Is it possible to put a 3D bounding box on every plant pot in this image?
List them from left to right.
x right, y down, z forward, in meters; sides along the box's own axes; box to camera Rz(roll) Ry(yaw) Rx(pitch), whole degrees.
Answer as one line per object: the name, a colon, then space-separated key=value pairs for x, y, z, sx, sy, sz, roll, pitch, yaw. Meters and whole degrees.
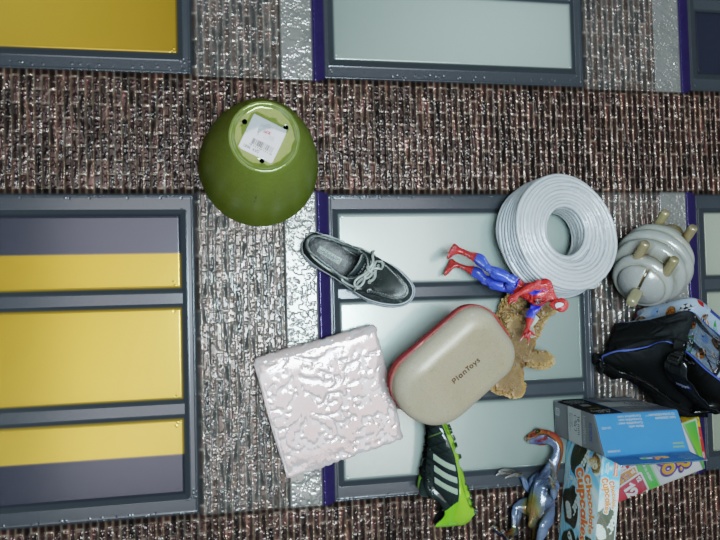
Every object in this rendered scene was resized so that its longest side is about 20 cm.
plant pot: x=-0.140 y=-0.167 z=0.978 sx=0.185 sy=0.200 sz=0.189 roll=0 pitch=88 yaw=-11

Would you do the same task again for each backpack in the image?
backpack: x=0.518 y=0.148 z=1.112 sx=0.190 sy=0.200 sz=0.154 roll=43 pitch=68 yaw=-10

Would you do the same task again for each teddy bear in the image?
teddy bear: x=0.250 y=0.108 z=1.119 sx=0.144 sy=0.067 sz=0.202 roll=11 pitch=79 yaw=-15

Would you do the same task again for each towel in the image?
towel: x=-0.047 y=0.201 z=1.069 sx=0.198 sy=0.032 sz=0.193 roll=-15 pitch=92 yaw=-11

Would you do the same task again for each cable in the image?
cable: x=0.319 y=-0.056 z=1.113 sx=0.198 sy=0.069 sz=0.202 roll=-14 pitch=85 yaw=-22

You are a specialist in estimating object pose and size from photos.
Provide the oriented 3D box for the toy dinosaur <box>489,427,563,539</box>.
toy dinosaur: x=0.286 y=0.361 z=1.124 sx=0.182 sy=0.105 sz=0.200 roll=-53 pitch=135 yaw=-21

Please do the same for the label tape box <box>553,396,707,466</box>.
label tape box: x=0.412 y=0.245 z=1.069 sx=0.143 sy=0.200 sz=0.064 roll=-1 pitch=89 yaw=-11

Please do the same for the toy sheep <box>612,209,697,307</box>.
toy sheep: x=0.476 y=-0.011 z=1.119 sx=0.200 sy=0.138 sz=0.138 roll=-40 pitch=96 yaw=-32

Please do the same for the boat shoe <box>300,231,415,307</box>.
boat shoe: x=0.001 y=-0.003 z=1.066 sx=0.199 sy=0.068 sz=0.074 roll=33 pitch=83 yaw=-8

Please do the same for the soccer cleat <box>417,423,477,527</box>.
soccer cleat: x=0.122 y=0.309 z=1.083 sx=0.080 sy=0.068 sz=0.202 roll=-16 pitch=91 yaw=2

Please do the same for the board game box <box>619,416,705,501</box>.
board game box: x=0.503 y=0.317 z=1.167 sx=0.198 sy=0.030 sz=0.096 roll=-17 pitch=100 yaw=-13

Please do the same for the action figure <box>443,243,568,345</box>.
action figure: x=0.218 y=0.038 z=1.060 sx=0.198 sy=0.066 sz=0.099 roll=20 pitch=55 yaw=15

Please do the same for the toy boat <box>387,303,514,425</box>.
toy boat: x=0.128 y=0.137 z=1.055 sx=0.200 sy=0.131 sz=0.131 roll=-39 pitch=109 yaw=-5

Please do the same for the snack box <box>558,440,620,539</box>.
snack box: x=0.364 y=0.381 z=1.098 sx=0.037 sy=0.116 sz=0.202 roll=7 pitch=86 yaw=-10
